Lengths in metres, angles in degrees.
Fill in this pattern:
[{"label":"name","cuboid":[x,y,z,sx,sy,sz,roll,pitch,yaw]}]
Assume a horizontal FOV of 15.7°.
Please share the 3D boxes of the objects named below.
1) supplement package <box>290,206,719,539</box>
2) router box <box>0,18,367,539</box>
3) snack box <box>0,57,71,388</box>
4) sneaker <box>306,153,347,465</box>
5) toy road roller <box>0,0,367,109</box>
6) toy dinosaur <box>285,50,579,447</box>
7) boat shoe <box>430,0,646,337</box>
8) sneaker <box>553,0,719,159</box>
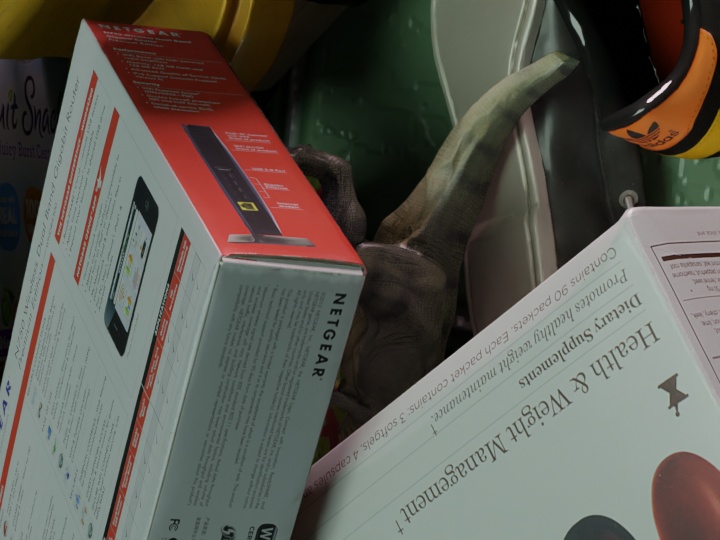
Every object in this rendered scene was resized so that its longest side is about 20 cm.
[{"label":"supplement package","cuboid":[0.106,0.113,0.810,0.191,0.147,0.200,-42,64,37]},{"label":"router box","cuboid":[-0.071,0.042,0.873,0.180,0.049,0.200,-123,43,-55]},{"label":"snack box","cuboid":[-0.162,-0.030,1.033,0.068,0.169,0.200,-5,91,11]},{"label":"sneaker","cuboid":[-0.003,0.046,0.960,0.090,0.078,0.200,-29,84,16]},{"label":"toy road roller","cuboid":[-0.089,-0.148,0.975,0.123,0.146,0.200,-43,65,35]},{"label":"toy dinosaur","cuboid":[0.000,0.000,0.896,0.088,0.047,0.200,23,111,6]},{"label":"boat shoe","cuboid":[0.067,-0.060,0.908,0.067,0.057,0.200,-11,81,56]},{"label":"sneaker","cuboid":[0.089,-0.132,0.849,0.070,0.090,0.200,-24,77,41]}]
